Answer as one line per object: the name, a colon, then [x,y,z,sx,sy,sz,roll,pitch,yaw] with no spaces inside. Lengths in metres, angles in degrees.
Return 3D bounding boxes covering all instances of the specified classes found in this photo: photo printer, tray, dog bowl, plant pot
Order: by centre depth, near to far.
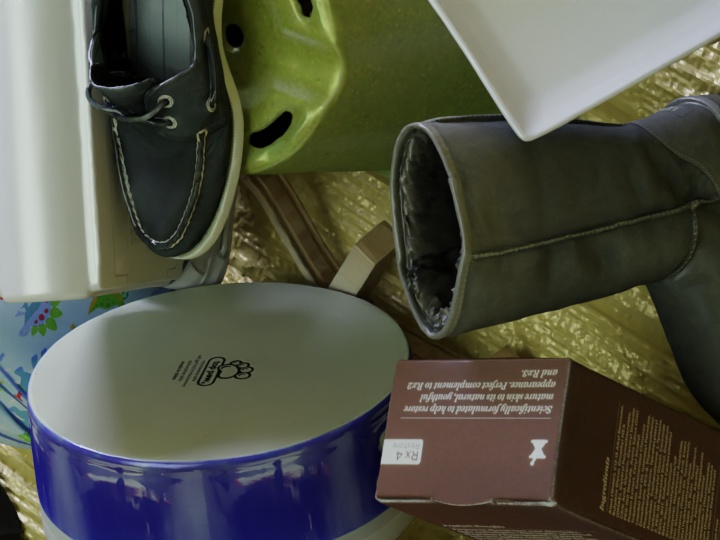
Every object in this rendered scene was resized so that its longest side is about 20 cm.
tray: [0.129,-0.145,1.344,0.108,0.200,0.022,57,165,10]
plant pot: [-0.012,-0.123,1.428,0.200,0.184,0.201,9,106,34]
photo printer: [-0.140,-0.087,1.441,0.069,0.166,0.201,-3,92,12]
dog bowl: [-0.068,0.083,1.476,0.200,0.200,0.079,13,122,34]

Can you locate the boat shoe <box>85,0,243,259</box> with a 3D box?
boat shoe: [-0.097,-0.099,1.338,0.074,0.066,0.200,18,110,33]

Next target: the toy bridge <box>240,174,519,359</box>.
toy bridge: [0.000,0.000,1.528,0.200,0.027,0.067,45,149,9]

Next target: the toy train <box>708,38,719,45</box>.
toy train: [0.134,-0.194,1.392,0.034,0.046,0.200,-36,78,36]

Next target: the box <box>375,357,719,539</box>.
box: [0.106,0.099,1.378,0.100,0.200,0.075,-2,74,36]

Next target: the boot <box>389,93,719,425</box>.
boot: [0.110,0.005,1.354,0.072,0.200,0.182,-16,89,44]

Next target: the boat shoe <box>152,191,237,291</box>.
boat shoe: [-0.096,-0.086,1.573,0.073,0.065,0.201,-2,78,44]

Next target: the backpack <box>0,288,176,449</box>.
backpack: [-0.185,0.014,1.588,0.154,0.163,0.200,11,140,36]

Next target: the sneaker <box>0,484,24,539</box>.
sneaker: [-0.271,0.151,1.761,0.115,0.076,0.201,-20,80,46]
